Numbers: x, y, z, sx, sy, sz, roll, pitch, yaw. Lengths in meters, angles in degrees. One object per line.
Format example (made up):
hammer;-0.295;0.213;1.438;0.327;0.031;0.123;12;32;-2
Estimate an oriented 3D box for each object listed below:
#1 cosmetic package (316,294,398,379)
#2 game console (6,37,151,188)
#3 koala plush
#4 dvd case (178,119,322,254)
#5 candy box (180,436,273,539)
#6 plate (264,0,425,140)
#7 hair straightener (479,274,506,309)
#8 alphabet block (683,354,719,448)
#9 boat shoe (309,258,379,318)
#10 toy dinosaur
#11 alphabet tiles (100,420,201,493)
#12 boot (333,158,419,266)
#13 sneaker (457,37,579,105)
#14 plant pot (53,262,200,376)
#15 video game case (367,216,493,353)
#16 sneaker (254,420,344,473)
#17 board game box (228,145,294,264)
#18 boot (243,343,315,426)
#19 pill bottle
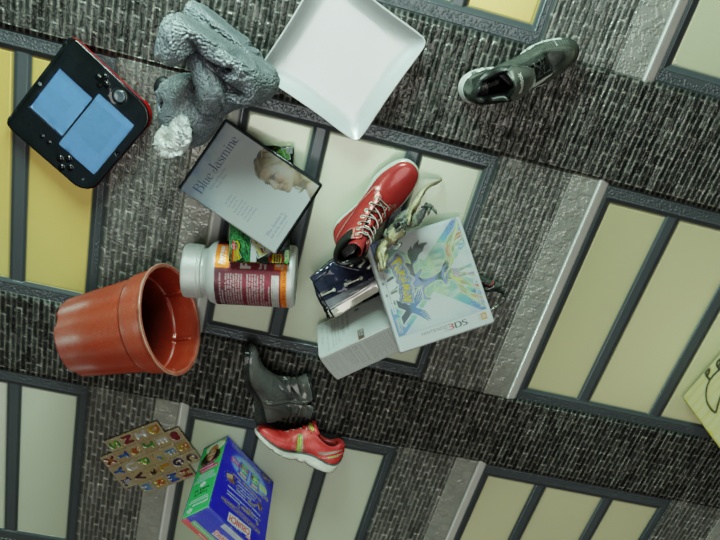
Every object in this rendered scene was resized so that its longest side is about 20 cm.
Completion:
cosmetic package;0.021;0.114;1.236;0.199;0.102;0.074;-28;125;11
game console;-0.465;-0.253;1.091;0.200;0.031;0.177;-42;110;17
koala plush;-0.244;-0.268;1.006;0.183;0.178;0.200;33;114;-15
dvd case;-0.183;-0.141;1.099;0.199;0.018;0.143;34;88;1
candy box;-0.268;0.477;1.358;0.077;0.200;0.169;-31;112;14
plate;-0.029;-0.345;1.051;0.199;0.032;0.200;32;112;-14
hair straightener;0.188;0.027;1.240;0.199;0.041;0.077;21;114;-16
alphabet block;0.803;0.265;1.278;0.195;0.196;0.201;25;112;-11
boat shoe;0.000;0.000;1.203;0.199;0.075;0.093;-33;96;3
toy dinosaur;0.083;-0.087;1.109;0.047;0.088;0.200;39;85;-10
alphabet tiles;-0.457;0.410;1.429;0.199;0.006;0.167;-22;114;9
boot;0.029;-0.095;1.113;0.072;0.145;0.200;39;108;-16
sneaker;0.257;-0.309;1.041;0.199;0.091;0.067;-19;116;8
plant pot;-0.426;0.103;1.188;0.194;0.201;0.202;-11;116;14
video game case;0.122;0.023;1.161;0.181;0.022;0.202;-17;83;-10
sneaker;-0.125;0.352;1.383;0.199;0.077;0.085;24;93;-13
board game box;-0.169;-0.113;1.118;0.104;0.023;0.202;1;87;0
boot;-0.162;0.220;1.318;0.130;0.070;0.201;-10;123;-3
pill bottle;-0.214;0.005;1.175;0.198;0.114;0.115;3;116;-3
